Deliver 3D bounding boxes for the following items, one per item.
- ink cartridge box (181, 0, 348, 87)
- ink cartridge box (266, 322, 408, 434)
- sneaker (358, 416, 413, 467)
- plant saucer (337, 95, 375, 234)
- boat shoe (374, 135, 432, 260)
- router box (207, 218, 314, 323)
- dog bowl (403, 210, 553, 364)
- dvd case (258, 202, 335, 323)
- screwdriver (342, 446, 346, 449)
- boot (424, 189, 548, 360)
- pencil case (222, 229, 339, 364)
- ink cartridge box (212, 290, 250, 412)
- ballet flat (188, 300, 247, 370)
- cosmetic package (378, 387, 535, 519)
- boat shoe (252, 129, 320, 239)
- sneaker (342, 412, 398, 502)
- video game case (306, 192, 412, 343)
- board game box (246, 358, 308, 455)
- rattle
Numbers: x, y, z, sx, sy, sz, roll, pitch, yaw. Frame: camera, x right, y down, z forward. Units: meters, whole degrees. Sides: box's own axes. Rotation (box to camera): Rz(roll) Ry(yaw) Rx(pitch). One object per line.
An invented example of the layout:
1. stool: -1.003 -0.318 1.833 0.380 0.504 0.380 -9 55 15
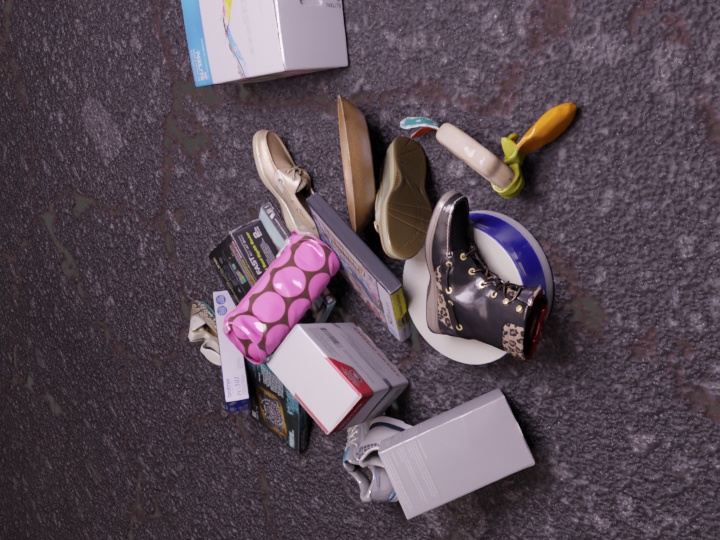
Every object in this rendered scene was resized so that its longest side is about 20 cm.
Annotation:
1. ink cartridge box: -0.142 -0.362 1.118 0.198 0.146 0.148 3 106 41
2. ink cartridge box: -0.029 0.158 1.148 0.144 0.200 0.084 45 105 19
3. sneaker: 0.095 0.289 1.146 0.197 0.081 0.077 7 120 18
4. plant saucer: -0.004 -0.151 1.080 0.035 0.200 0.203 -7 103 -3
5. boat shoe: 0.052 -0.094 1.040 0.063 0.072 0.203 -45 37 49
6. router box: -0.175 0.027 1.294 0.202 0.062 0.150 61 152 -2
7. dog bowl: 0.158 0.023 1.033 0.198 0.078 0.203 14 113 37
8. dvd case: -0.115 0.000 1.262 0.201 0.022 0.146 55 156 11
9. screwdriver: 0.041 0.297 1.269 0.199 0.029 0.028 -15 95 49
10. boot: 0.155 0.010 0.927 0.150 0.073 0.202 21 121 36
11. pencil case: -0.122 0.037 1.117 0.094 0.201 0.090 44 154 -16
12. ink cartridge box: -0.235 0.147 1.365 0.094 0.044 0.202 107 153 -67
13. ballet flat: -0.285 0.132 1.454 0.200 0.075 0.068 40 135 24
14. cosmetic package: 0.134 0.257 1.063 0.198 0.090 0.108 -23 88 2
15. boat shoe: -0.108 -0.140 1.218 0.064 0.072 0.202 -19 97 37
16. sneaker: 0.003 0.283 1.227 0.075 0.086 0.202 -47 54 40
17. video game case: 0.000 0.000 1.115 0.200 0.025 0.181 48 168 26
18. board game box: -0.150 0.236 1.364 0.135 0.028 0.201 33 141 25
19. rattle: 0.155 -0.194 0.972 0.200 0.129 0.144 53 125 50
